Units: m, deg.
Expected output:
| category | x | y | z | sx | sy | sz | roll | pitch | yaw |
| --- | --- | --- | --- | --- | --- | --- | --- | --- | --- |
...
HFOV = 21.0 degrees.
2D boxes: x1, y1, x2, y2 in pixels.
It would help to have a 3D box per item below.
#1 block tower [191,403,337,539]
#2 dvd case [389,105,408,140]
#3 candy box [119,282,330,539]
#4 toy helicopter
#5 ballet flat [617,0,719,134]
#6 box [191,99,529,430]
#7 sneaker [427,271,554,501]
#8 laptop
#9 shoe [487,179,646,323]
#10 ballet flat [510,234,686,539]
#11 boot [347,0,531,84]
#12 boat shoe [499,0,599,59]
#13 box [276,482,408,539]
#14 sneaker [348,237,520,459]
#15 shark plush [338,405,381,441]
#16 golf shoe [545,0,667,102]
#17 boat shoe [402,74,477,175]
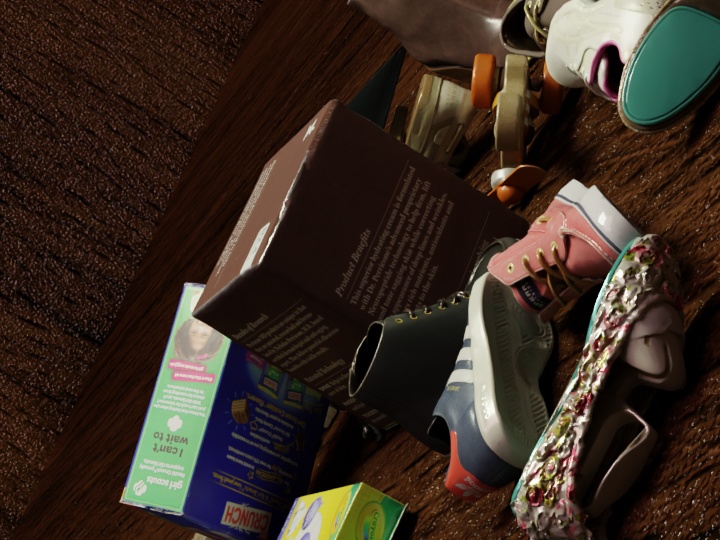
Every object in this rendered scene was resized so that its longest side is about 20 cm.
| category | x | y | z | sx | sy | sz | roll | pitch | yaw |
| --- | --- | --- | --- | --- | --- | --- | --- | --- | --- |
| block tower | -0.092 | 0.196 | 1.866 | 0.201 | 0.054 | 0.058 | -61 | 12 | 1 |
| dvd case | 0.020 | -0.065 | 1.934 | 0.200 | 0.016 | 0.150 | -77 | -1 | -68 |
| candy box | -0.108 | 0.135 | 1.712 | 0.076 | 0.169 | 0.202 | 4 | 73 | 34 |
| toy helicopter | 0.124 | -0.114 | 1.622 | 0.200 | 0.078 | 0.134 | -31 | -54 | -82 |
| ballet flat | 0.249 | -0.180 | 1.381 | 0.201 | 0.070 | 0.065 | -57 | -15 | 1 |
| box | 0.000 | 0.000 | 1.608 | 0.164 | 0.199 | 0.167 | -36 | 26 | 61 |
| sneaker | 0.086 | 0.081 | 1.370 | 0.085 | 0.075 | 0.201 | -47 | 17 | 30 |
| laptop | 0.016 | -0.096 | 2.006 | 0.102 | 0.201 | 0.178 | -7 | 37 | 19 |
| shoe | 0.144 | -0.005 | 1.316 | 0.091 | 0.071 | 0.200 | -46 | 8 | 3 |
| ballet flat | 0.157 | 0.077 | 1.157 | 0.064 | 0.075 | 0.202 | 18 | 81 | 46 |
| boot | 0.086 | -0.252 | 1.904 | 0.073 | 0.166 | 0.200 | -64 | 16 | -21 |
| boat shoe | 0.169 | -0.216 | 1.682 | 0.059 | 0.073 | 0.200 | -16 | 5 | -8 |
| box | -0.028 | 0.234 | 1.545 | 0.118 | 0.048 | 0.200 | -65 | 15 | -19 |
| sneaker | 0.065 | 0.036 | 1.479 | 0.075 | 0.106 | 0.201 | -44 | 20 | 50 |
| shark plush | 0.012 | 0.065 | 1.736 | 0.083 | 0.091 | 0.201 | -20 | 25 | 22 |
| golf shoe | 0.191 | -0.171 | 1.535 | 0.092 | 0.075 | 0.200 | -70 | 12 | -18 |
| boat shoe | 0.072 | -0.112 | 1.897 | 0.200 | 0.064 | 0.072 | 106 | 177 | -61 |
